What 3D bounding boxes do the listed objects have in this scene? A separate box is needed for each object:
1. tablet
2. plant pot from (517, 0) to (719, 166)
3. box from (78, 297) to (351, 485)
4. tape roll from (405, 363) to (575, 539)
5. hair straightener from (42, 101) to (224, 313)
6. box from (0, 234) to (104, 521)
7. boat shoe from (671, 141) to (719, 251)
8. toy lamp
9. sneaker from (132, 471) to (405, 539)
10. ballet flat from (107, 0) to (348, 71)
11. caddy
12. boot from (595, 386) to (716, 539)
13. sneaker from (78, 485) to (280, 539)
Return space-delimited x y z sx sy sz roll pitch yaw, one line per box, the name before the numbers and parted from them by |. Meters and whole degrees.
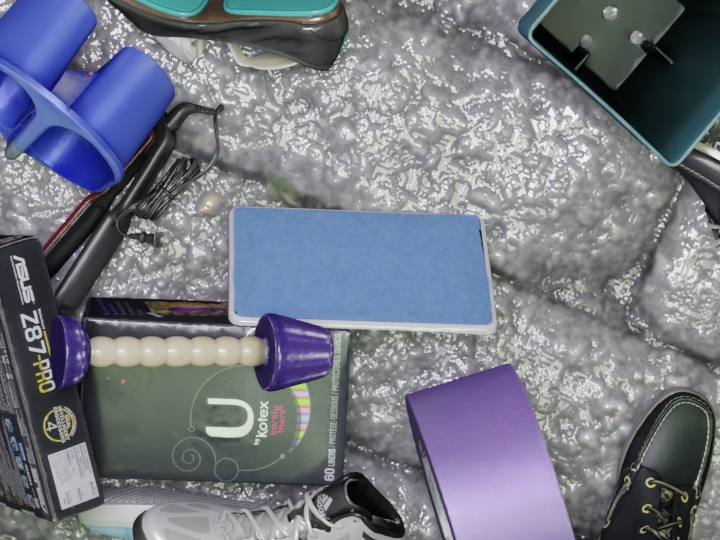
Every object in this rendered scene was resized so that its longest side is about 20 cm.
tablet | 0.000 0.000 1.685 0.198 0.131 0.014 2 132 -5
plant pot | 0.200 -0.184 1.630 0.141 0.200 0.142 40 94 -10
box | -0.111 0.089 1.691 0.198 0.106 0.123 2 98 -5
tape roll | 0.101 0.177 1.676 0.084 0.200 0.202 -17 100 -2
hair straightener | -0.164 -0.045 1.692 0.077 0.041 0.200 40 85 24
box | -0.259 0.075 1.647 0.049 0.161 0.202 -19 100 -30
boat shoe | 0.300 -0.035 1.727 0.199 0.073 0.063 35 91 -14
toy lamp | -0.116 0.059 1.589 0.198 0.058 0.059 -1 99 -20
sneaker | -0.059 0.179 1.641 0.199 0.076 0.116 12 132 -25
ballet flat | -0.106 -0.182 1.661 0.198 0.068 0.069 13 130 16
caddy | -0.219 -0.122 1.610 0.141 0.200 0.105 39 77 -10
boot | 0.232 0.199 1.714 0.073 0.154 0.205 21 96 -8
sneaker | -0.122 0.216 1.725 0.198 0.074 0.083 9 93 -6
